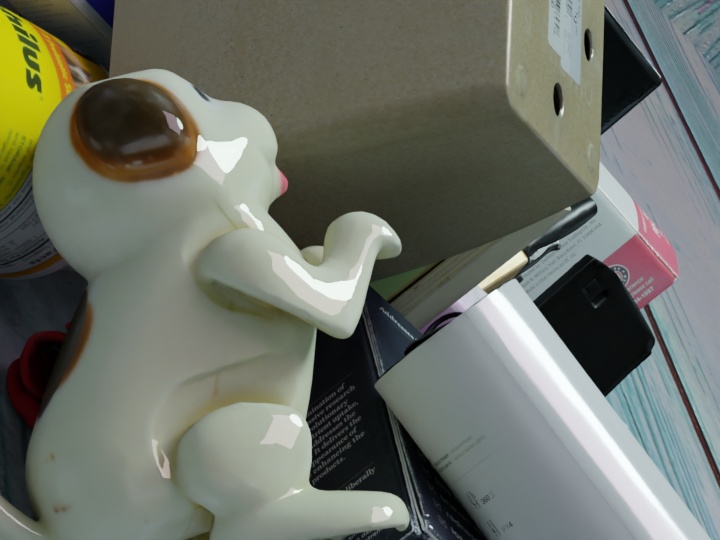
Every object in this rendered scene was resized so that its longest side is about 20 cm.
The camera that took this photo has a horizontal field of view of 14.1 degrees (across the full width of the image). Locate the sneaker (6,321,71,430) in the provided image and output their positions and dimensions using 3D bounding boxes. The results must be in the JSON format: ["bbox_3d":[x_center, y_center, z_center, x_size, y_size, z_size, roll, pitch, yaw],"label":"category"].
[{"bbox_3d":[-0.097,0.042,1.315,0.116,0.078,0.200,46,15,-26],"label":"sneaker"}]

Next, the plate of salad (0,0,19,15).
[{"bbox_3d":[-0.190,-0.125,1.474,0.200,0.048,0.200,46,16,-17],"label":"plate of salad"}]

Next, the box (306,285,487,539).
[{"bbox_3d":[0.030,0.145,1.363,0.200,0.124,0.197,43,19,-30],"label":"box"}]

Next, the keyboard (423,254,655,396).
[{"bbox_3d":[0.056,0.063,1.502,0.040,0.200,0.104,30,-23,54],"label":"keyboard"}]

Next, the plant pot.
[{"bbox_3d":[0.010,-0.111,1.332,0.200,0.176,0.201,37,52,-62],"label":"plant pot"}]

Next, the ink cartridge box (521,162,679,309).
[{"bbox_3d":[0.090,-0.035,1.911,0.200,0.146,0.083,48,14,-16],"label":"ink cartridge box"}]

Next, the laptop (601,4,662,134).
[{"bbox_3d":[0.044,-0.122,1.819,0.188,0.200,0.116,51,49,-3],"label":"laptop"}]

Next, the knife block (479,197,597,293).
[{"bbox_3d":[0.050,-0.009,1.675,0.064,0.175,0.200,53,15,8],"label":"knife block"}]

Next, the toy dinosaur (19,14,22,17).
[{"bbox_3d":[-0.114,-0.091,1.408,0.106,0.060,0.200,44,17,-31],"label":"toy dinosaur"}]

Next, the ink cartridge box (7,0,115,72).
[{"bbox_3d":[-0.130,-0.209,1.329,0.200,0.043,0.199,50,43,-44],"label":"ink cartridge box"}]

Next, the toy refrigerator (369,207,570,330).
[{"bbox_3d":[0.000,0.000,1.457,0.076,0.200,0.070,55,15,10],"label":"toy refrigerator"}]

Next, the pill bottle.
[{"bbox_3d":[-0.172,-0.061,1.264,0.200,0.109,0.110,28,28,-57],"label":"pill bottle"}]

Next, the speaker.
[{"bbox_3d":[0.093,0.104,1.261,0.200,0.081,0.081,53,15,6],"label":"speaker"}]

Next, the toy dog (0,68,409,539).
[{"bbox_3d":[-0.079,0.018,1.192,0.140,0.193,0.201,124,-41,-81],"label":"toy dog"}]

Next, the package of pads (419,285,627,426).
[{"bbox_3d":[0.044,0.071,1.574,0.200,0.120,0.076,42,12,-31],"label":"package of pads"}]
